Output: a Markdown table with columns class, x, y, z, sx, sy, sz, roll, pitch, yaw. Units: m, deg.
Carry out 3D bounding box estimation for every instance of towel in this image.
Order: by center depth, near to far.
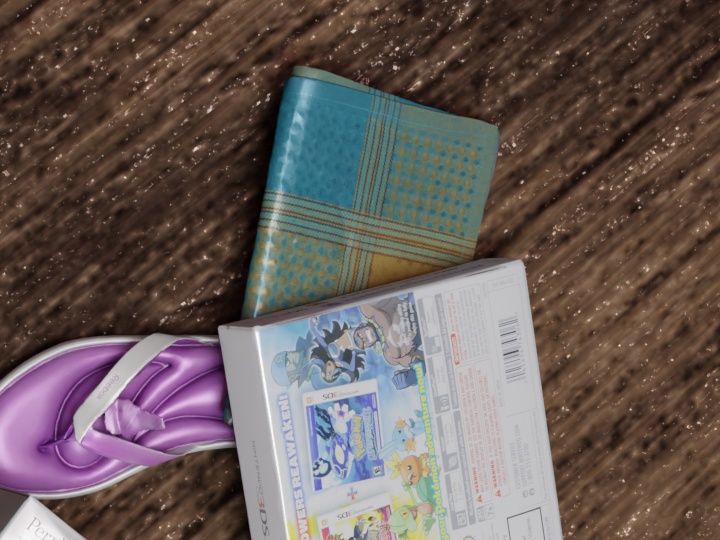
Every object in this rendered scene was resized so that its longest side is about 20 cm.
| class | x | y | z | sx | sy | sz | roll | pitch | yaw |
| --- | --- | --- | --- | --- | --- | --- | --- | --- | --- |
| towel | 0.000 | 0.000 | 1.556 | 0.146 | 0.022 | 0.201 | 16 | 82 | -34 |

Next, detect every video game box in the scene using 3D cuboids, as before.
| class | x | y | z | sx | sy | sz | roll | pitch | yaw |
| --- | --- | --- | --- | --- | --- | --- | --- | --- | --- |
| video game box | 0.021 | 0.109 | 1.534 | 0.182 | 0.047 | 0.201 | -14 | 99 | -35 |

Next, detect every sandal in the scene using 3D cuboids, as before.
| class | x | y | z | sx | sy | sz | roll | pitch | yaw |
| --- | --- | --- | --- | --- | --- | --- | --- | --- | --- |
| sandal | -0.111 | 0.070 | 1.515 | 0.202 | 0.050 | 0.083 | -13 | 92 | -21 |

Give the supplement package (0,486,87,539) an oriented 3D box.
| class | x | y | z | sx | sy | sz | roll | pitch | yaw |
| --- | --- | --- | --- | --- | --- | --- | --- | --- | --- |
| supplement package | -0.170 | 0.246 | 1.437 | 0.191 | 0.147 | 0.200 | 38 | 77 | -14 |
